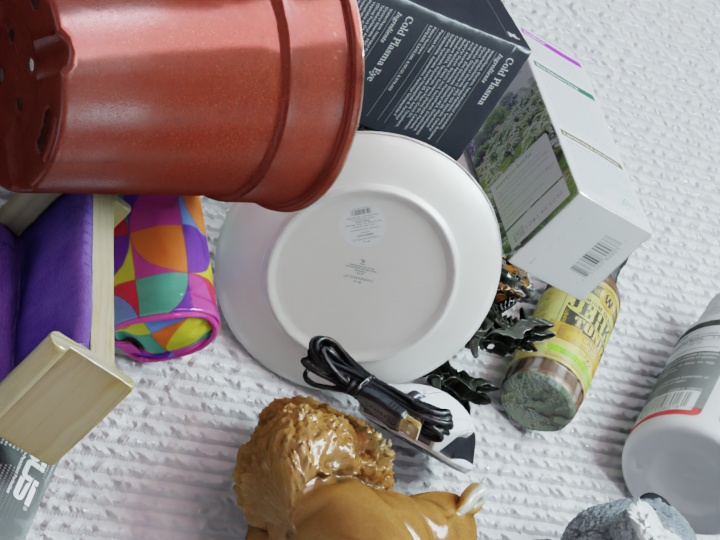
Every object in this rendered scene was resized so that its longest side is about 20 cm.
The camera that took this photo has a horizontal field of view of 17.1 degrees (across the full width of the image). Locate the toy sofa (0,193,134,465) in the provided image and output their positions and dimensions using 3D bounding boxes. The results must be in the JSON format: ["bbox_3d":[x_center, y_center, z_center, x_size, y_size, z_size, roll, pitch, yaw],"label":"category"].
[{"bbox_3d":[-0.201,0.014,1.477,0.098,0.083,0.200,36,26,-28],"label":"toy sofa"}]

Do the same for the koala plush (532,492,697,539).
[{"bbox_3d":[0.221,0.234,1.729,0.200,0.177,0.184,36,56,-28],"label":"koala plush"}]

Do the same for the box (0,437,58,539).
[{"bbox_3d":[-0.272,0.127,1.414,0.160,0.044,0.200,39,44,-19],"label":"box"}]

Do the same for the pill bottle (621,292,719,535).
[{"bbox_3d":[0.291,0.107,1.910,0.114,0.114,0.200,47,42,-11],"label":"pill bottle"}]

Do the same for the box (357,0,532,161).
[{"bbox_3d":[-0.004,-0.196,1.707,0.182,0.104,0.200,18,29,-30],"label":"box"}]

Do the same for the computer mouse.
[{"bbox_3d":[0.035,0.095,1.654,0.110,0.044,0.200,26,-5,21],"label":"computer mouse"}]

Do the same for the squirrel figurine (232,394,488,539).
[{"bbox_3d":[0.005,0.165,1.590,0.187,0.141,0.200,-17,80,-54],"label":"squirrel figurine"}]

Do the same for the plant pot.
[{"bbox_3d":[-0.133,-0.129,1.488,0.195,0.201,0.201,-6,69,-34],"label":"plant pot"}]

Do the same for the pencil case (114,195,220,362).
[{"bbox_3d":[-0.147,-0.039,1.612,0.088,0.088,0.200,11,57,-39],"label":"pencil case"}]

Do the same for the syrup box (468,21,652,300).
[{"bbox_3d":[0.136,-0.083,1.755,0.081,0.079,0.200,27,31,-33],"label":"syrup box"}]

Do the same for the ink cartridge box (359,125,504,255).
[{"bbox_3d":[0.062,-0.070,1.769,0.146,0.048,0.200,49,28,6],"label":"ink cartridge box"}]

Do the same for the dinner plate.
[{"bbox_3d":[0.000,0.000,1.646,0.200,0.200,0.024,37,15,-21],"label":"dinner plate"}]

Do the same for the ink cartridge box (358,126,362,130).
[{"bbox_3d":[-0.064,-0.179,1.804,0.200,0.043,0.198,39,46,-18],"label":"ink cartridge box"}]

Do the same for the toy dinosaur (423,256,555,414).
[{"bbox_3d":[0.061,0.027,1.781,0.200,0.102,0.136,-17,62,-29],"label":"toy dinosaur"}]

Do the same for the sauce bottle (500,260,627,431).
[{"bbox_3d":[0.165,0.039,1.871,0.065,0.065,0.200,43,44,-16],"label":"sauce bottle"}]
